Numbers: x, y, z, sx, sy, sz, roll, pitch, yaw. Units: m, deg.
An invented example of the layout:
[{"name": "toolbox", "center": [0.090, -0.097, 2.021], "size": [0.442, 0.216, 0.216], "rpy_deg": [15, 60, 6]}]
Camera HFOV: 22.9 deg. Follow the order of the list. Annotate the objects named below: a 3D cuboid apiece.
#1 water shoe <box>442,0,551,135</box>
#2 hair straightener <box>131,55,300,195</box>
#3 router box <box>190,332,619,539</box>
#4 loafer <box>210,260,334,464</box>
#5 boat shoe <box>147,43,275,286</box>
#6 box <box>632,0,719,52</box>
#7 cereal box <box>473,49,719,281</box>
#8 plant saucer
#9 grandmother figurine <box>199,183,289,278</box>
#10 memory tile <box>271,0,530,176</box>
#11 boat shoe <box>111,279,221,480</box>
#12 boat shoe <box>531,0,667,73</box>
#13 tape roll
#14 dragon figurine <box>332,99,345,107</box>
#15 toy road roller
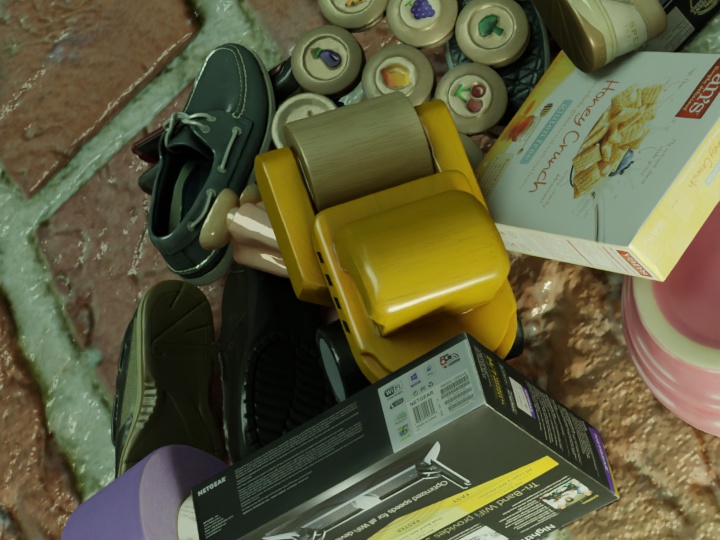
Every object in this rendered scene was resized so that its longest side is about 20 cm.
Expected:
[{"name": "water shoe", "center": [0.086, -0.186, 1.247], "size": [0.071, 0.079, 0.200], "rpy_deg": [-19, 79, 6]}, {"name": "hair straightener", "center": [-0.087, -0.104, 1.361], "size": [0.200, 0.041, 0.077], "rpy_deg": [-25, 55, 19]}, {"name": "router box", "center": [0.027, 0.131, 1.044], "size": [0.200, 0.157, 0.052], "rpy_deg": [-31, 50, 20]}, {"name": "loafer", "center": [-0.065, 0.065, 1.226], "size": [0.071, 0.073, 0.200], "rpy_deg": [-43, 34, 41]}, {"name": "boat shoe", "center": [-0.113, -0.089, 1.301], "size": [0.073, 0.062, 0.200], "rpy_deg": [-9, 60, 32]}, {"name": "box", "center": [0.209, -0.246, 1.193], "size": [0.200, 0.049, 0.161], "rpy_deg": [-46, 48, 8]}, {"name": "cereal box", "center": [0.153, -0.071, 1.093], "size": [0.144, 0.040, 0.200], "rpy_deg": [-54, 27, -13]}, {"name": "plant saucer", "center": [0.236, -0.002, 1.029], "size": [0.200, 0.051, 0.201], "rpy_deg": [-20, 54, 30]}, {"name": "grandmother figurine", "center": [0.000, 0.000, 1.176], "size": [0.200, 0.121, 0.061], "rpy_deg": [24, 115, 21]}, {"name": "memory tile", "center": [0.034, -0.151, 1.198], "size": [0.153, 0.017, 0.200], "rpy_deg": [17, 83, 12]}, {"name": "boat shoe", "center": [-0.139, 0.109, 1.256], "size": [0.065, 0.073, 0.200], "rpy_deg": [153, 125, -65]}, {"name": "boat shoe", "center": [0.127, -0.218, 1.148], "size": [0.065, 0.072, 0.200], "rpy_deg": [-25, 64, -8]}, {"name": "tape roll", "center": [-0.087, 0.205, 1.060], "size": [0.066, 0.200, 0.200], "rpy_deg": [-35, 48, 17]}, {"name": "dragon figurine", "center": [0.021, -0.073, 1.234], "size": [0.200, 0.059, 0.100], "rpy_deg": [10, 72, 41]}, {"name": "toy road roller", "center": [0.024, -0.021, 1.053], "size": [0.123, 0.146, 0.200], "rpy_deg": [-18, 76, -11]}]
